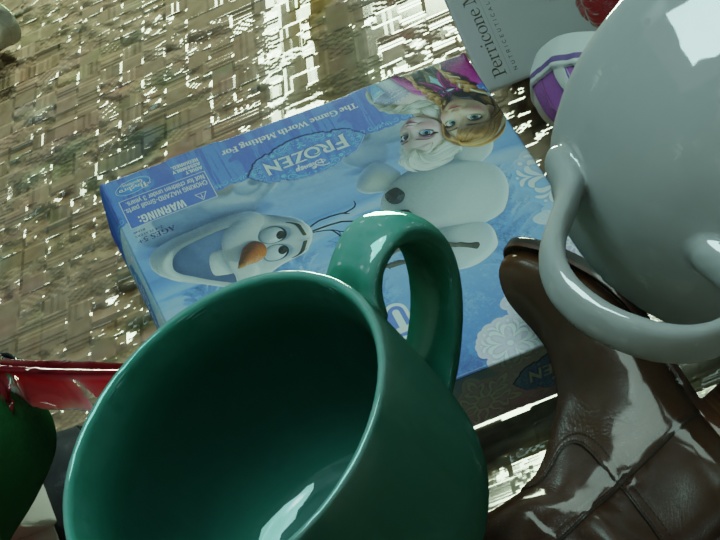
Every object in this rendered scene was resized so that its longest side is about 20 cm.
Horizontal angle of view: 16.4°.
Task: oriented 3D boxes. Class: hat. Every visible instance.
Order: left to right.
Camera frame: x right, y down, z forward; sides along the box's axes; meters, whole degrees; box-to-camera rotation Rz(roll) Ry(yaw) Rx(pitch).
[{"bbox_3d":[-0.163,0.052,1.127,0.176,0.200,0.166,-47,-4,-34],"label":"hat"}]

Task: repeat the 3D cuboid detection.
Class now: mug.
[{"bbox_3d":[-0.013,0.084,0.996,0.185,0.114,0.152,-36,40,8],"label":"mug"}]

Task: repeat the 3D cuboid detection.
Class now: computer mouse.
[{"bbox_3d":[-0.170,0.084,1.303,0.059,0.034,0.200,-37,33,-10],"label":"computer mouse"}]

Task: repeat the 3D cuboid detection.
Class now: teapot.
[{"bbox_3d":[0.180,-0.040,1.003,0.200,0.197,0.146,-48,53,9],"label":"teapot"}]

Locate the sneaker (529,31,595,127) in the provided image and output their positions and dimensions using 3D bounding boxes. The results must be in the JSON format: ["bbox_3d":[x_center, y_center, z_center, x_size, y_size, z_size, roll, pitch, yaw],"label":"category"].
[{"bbox_3d":[0.128,-0.057,1.233,0.200,0.073,0.114,-178,104,-71],"label":"sneaker"}]

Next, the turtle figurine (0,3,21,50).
[{"bbox_3d":[-0.323,-0.145,1.633,0.200,0.144,0.194,11,46,40],"label":"turtle figurine"}]

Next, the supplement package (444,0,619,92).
[{"bbox_3d":[0.138,-0.196,1.342,0.200,0.121,0.120,-21,16,13],"label":"supplement package"}]

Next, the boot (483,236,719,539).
[{"bbox_3d":[0.057,0.097,1.057,0.200,0.064,0.186,-41,51,-9],"label":"boot"}]

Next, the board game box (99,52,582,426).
[{"bbox_3d":[0.000,0.000,1.194,0.200,0.043,0.199,-21,49,-10],"label":"board game box"}]

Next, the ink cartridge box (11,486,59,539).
[{"bbox_3d":[-0.224,0.088,1.189,0.116,0.200,0.068,-23,-8,5],"label":"ink cartridge box"}]
